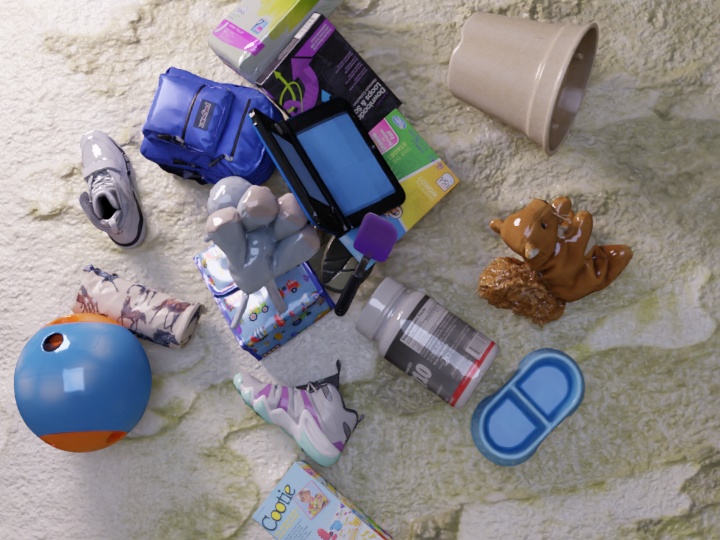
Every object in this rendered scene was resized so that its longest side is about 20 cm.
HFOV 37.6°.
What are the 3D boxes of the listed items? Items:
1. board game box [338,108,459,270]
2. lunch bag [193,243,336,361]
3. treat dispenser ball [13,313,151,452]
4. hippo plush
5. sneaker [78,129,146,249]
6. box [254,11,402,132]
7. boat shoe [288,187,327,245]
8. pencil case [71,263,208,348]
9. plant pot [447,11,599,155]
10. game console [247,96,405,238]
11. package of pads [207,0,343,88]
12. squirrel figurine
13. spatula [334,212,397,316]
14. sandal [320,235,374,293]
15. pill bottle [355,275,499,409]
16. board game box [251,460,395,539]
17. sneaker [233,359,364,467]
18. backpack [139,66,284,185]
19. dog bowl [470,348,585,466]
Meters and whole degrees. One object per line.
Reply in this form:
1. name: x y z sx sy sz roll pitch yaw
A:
1. board game box: 0.031 -0.124 1.608 0.200 0.040 0.153 -43 90 -19
2. lunch bag: -0.155 0.009 1.632 0.150 0.094 0.201 -34 68 0
3. treat dispenser ball: -0.408 0.165 1.559 0.197 0.201 0.205 -1 82 4
4. hippo plush: -0.150 -0.057 1.554 0.157 0.161 0.202 -17 123 -9
5. sneaker: -0.396 -0.137 1.646 0.074 0.115 0.203 -21 81 1
6. box: -0.045 -0.272 1.624 0.143 0.036 0.200 -50 120 -4
7. boat shoe: -0.084 -0.139 1.642 0.070 0.076 0.203 -12 81 3
8. pencil case: -0.340 0.056 1.632 0.197 0.078 0.090 18 60 7
9. plant pot: 0.238 -0.301 1.597 0.181 0.200 0.203 23 84 19
10. game console: -0.046 -0.163 1.520 0.118 0.170 0.201 -35 75 10
11. package of pads: -0.135 -0.390 1.652 0.200 0.068 0.154 -46 38 -2
12. squirrel figurine: 0.259 -0.013 1.536 0.201 0.185 0.142 -54 51 16
13. spatula: 0.000 0.000 1.559 0.056 0.201 0.021 25 43 -1
14. sandal: -0.008 -0.058 1.636 0.079 0.057 0.204 19 74 -10
15. pill bottle: 0.097 0.105 1.574 0.199 0.114 0.115 34 85 9
16. board game box: -0.046 0.383 1.549 0.199 0.103 0.105 40 87 8
17. sneaker: -0.083 0.184 1.601 0.199 0.078 0.141 38 84 -1
18. backpack: -0.223 -0.210 1.618 0.197 0.168 0.165 17 89 9
19. dog bowl: 0.252 0.202 1.580 0.200 0.050 0.112 -44 81 -3
